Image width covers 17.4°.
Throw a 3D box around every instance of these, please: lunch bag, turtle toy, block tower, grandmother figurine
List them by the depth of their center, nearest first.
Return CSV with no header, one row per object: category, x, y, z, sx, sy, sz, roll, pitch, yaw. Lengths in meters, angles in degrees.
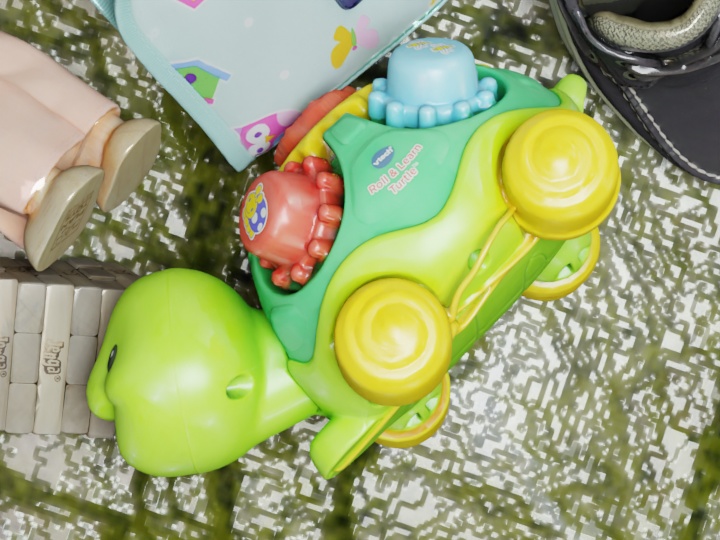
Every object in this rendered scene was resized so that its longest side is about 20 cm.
turtle toy,0.000,0.000,0.783,0.200,0.146,0.101,-44,80,-7
lunch bag,-0.043,-0.155,0.789,0.170,0.122,0.200,-41,99,0
block tower,-0.172,0.021,0.791,0.198,0.054,0.058,3,99,-23
grandmother figurine,-0.169,-0.082,0.808,0.200,0.121,0.061,38,126,8

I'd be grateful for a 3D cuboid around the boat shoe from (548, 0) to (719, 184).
boat shoe,0.096,-0.095,0.778,0.071,0.065,0.201,-21,130,9
